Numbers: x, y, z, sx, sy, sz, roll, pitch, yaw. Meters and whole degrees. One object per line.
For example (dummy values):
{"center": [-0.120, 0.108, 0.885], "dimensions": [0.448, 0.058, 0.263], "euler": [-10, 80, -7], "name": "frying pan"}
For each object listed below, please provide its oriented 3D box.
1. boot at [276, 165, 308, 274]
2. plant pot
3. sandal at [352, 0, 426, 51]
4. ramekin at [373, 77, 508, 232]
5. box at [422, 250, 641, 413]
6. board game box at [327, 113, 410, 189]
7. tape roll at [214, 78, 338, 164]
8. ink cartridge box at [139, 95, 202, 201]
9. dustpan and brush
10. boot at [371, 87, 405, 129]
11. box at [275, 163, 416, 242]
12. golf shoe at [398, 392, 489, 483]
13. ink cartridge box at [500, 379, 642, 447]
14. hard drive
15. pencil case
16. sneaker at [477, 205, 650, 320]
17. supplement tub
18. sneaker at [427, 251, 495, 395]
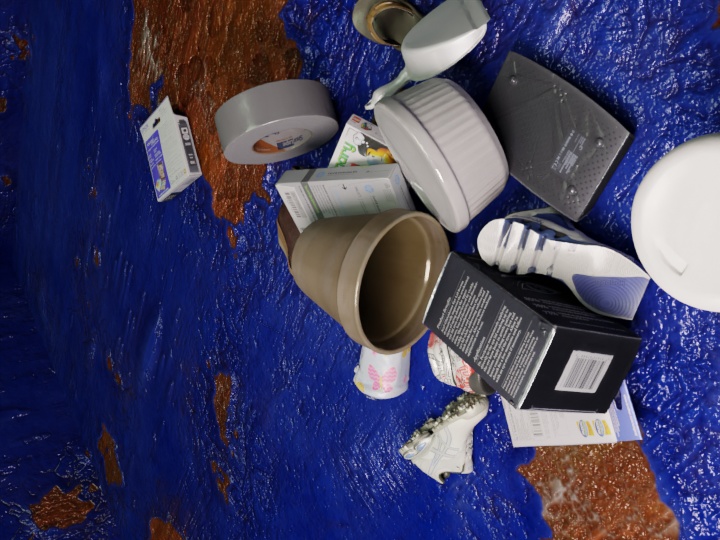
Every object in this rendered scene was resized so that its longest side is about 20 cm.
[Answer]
{"center": [-0.090, -0.076, 1.259], "dimensions": [0.200, 0.072, 0.167], "euler": [47, 133, 40], "name": "boot"}
{"center": [0.000, 0.000, 0.997], "dimensions": [0.173, 0.200, 0.200], "euler": [17, 111, 39], "name": "plant pot"}
{"center": [0.047, -0.359, 1.039], "dimensions": [0.200, 0.055, 0.082], "euler": [47, 131, 35], "name": "sandal"}
{"center": [0.108, -0.156, 0.912], "dimensions": [0.203, 0.094, 0.202], "euler": [56, 177, 4], "name": "ramekin"}
{"center": [0.194, 0.070, 0.829], "dimensions": [0.200, 0.148, 0.105], "euler": [43, 118, 54], "name": "box"}
{"center": [0.007, -0.130, 1.089], "dimensions": [0.126, 0.035, 0.200], "euler": [28, 135, 1], "name": "board game box"}
{"center": [-0.140, -0.246, 1.182], "dimensions": [0.200, 0.200, 0.066], "euler": [-27, 77, 51], "name": "tape roll"}
{"center": [-0.463, -0.292, 1.706], "dimensions": [0.198, 0.043, 0.200], "euler": [-21, 83, 51], "name": "ink cartridge box"}
{"center": [0.081, -0.284, 0.939], "dimensions": [0.200, 0.057, 0.140], "euler": [-26, 36, 16], "name": "dustpan and brush"}
{"center": [0.035, -0.198, 1.100], "dimensions": [0.076, 0.073, 0.200], "euler": [-93, 21, -44], "name": "boot"}
{"center": [-0.012, -0.086, 1.072], "dimensions": [0.200, 0.041, 0.156], "euler": [2, 135, 32], "name": "box"}
{"center": [0.147, 0.252, 1.054], "dimensions": [0.097, 0.078, 0.200], "euler": [46, 137, 8], "name": "golf shoe"}
{"center": [0.263, 0.159, 0.894], "dimensions": [0.200, 0.042, 0.120], "euler": [-22, 79, 54], "name": "ink cartridge box"}
{"center": [0.232, -0.167, 0.858], "dimensions": [0.200, 0.042, 0.135], "euler": [49, 132, 34], "name": "hard drive"}
{"center": [0.038, 0.104, 1.129], "dimensions": [0.091, 0.083, 0.200], "euler": [15, 110, 34], "name": "pencil case"}
{"center": [0.249, -0.028, 0.842], "dimensions": [0.199, 0.115, 0.081], "euler": [24, 122, 14], "name": "sneaker"}
{"center": [0.348, -0.048, 0.609], "dimensions": [0.144, 0.200, 0.145], "euler": [15, 110, 49], "name": "supplement tub"}
{"center": [0.141, 0.073, 1.006], "dimensions": [0.108, 0.067, 0.202], "euler": [4, 101, 51], "name": "sneaker"}
